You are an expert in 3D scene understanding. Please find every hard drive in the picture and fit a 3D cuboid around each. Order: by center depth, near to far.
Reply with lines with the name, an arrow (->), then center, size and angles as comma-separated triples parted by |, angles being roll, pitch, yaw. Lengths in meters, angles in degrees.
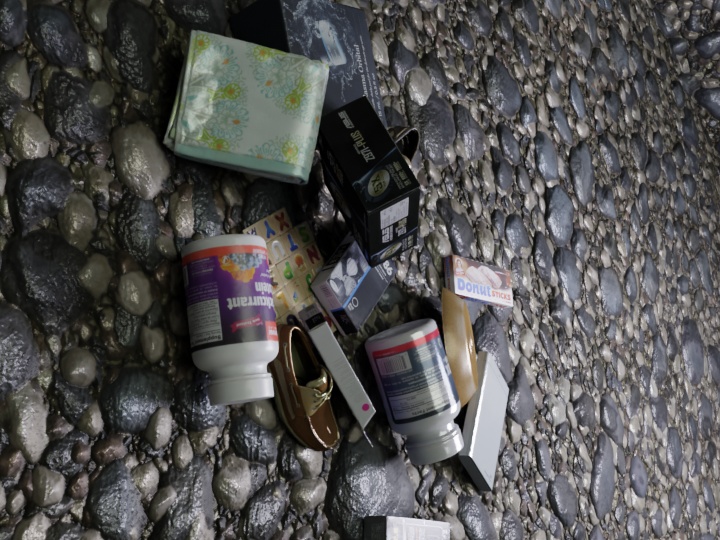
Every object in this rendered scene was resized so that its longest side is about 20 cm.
hard drive -> 0.218, 0.264, 1.544 | 0.133, 0.026, 0.202 | 57, 40, -44

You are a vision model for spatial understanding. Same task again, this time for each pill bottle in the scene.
pill bottle -> -0.162, 0.064, 1.113 | 0.110, 0.110, 0.204 | 2, 77, -49
pill bottle -> 0.089, 0.188, 1.365 | 0.119, 0.118, 0.203 | -21, 95, -50

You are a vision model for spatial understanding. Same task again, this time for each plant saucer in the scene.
plant saucer -> 0.169, 0.127, 1.474 | 0.200, 0.035, 0.204 | -9, 90, -79

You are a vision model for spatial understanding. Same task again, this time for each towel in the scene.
towel -> -0.150, -0.218, 1.176 | 0.196, 0.048, 0.174 | 12, 81, -10

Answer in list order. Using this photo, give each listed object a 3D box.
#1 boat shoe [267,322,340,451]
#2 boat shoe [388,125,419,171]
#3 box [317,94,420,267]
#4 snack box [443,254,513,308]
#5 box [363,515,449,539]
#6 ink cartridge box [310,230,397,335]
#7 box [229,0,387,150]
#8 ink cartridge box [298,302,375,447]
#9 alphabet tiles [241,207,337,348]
boat shoe -> -0.077, 0.161, 1.207 | 0.076, 0.073, 0.202 | -48, 118, -45
boat shoe -> 0.048, -0.175, 1.471 | 0.074, 0.073, 0.202 | 44, 48, -31
box -> 0.012, -0.123, 1.280 | 0.165, 0.085, 0.201 | 61, -8, 19
snack box -> 0.223, 0.023, 1.653 | 0.198, 0.024, 0.073 | 13, 70, -48
box -> 0.071, 0.473, 1.305 | 0.157, 0.048, 0.204 | 20, 63, -44
ink cartridge box -> 0.000, 0.000, 1.379 | 0.100, 0.039, 0.201 | 56, 40, -21
box -> -0.076, -0.295, 1.331 | 0.198, 0.116, 0.200 | -5, 82, -49
ink cartridge box -> -0.026, 0.148, 1.260 | 0.037, 0.095, 0.202 | -27, 108, -5
alphabet tiles -> -0.101, 0.017, 1.283 | 0.166, 0.006, 0.203 | -34, 105, -50
